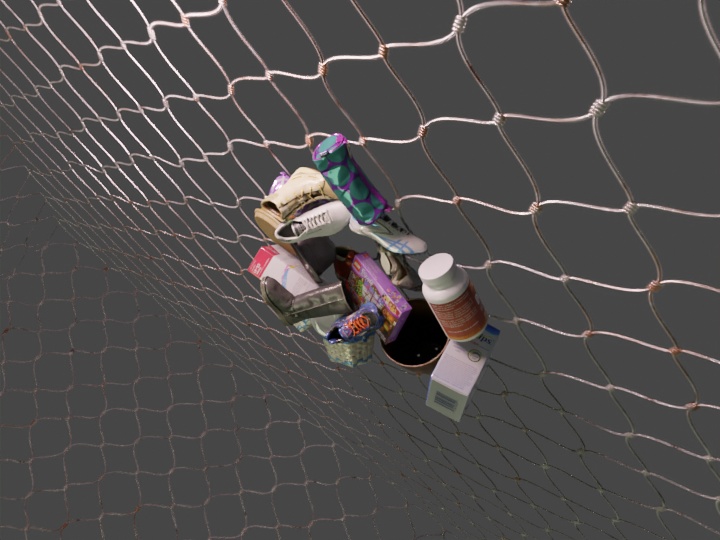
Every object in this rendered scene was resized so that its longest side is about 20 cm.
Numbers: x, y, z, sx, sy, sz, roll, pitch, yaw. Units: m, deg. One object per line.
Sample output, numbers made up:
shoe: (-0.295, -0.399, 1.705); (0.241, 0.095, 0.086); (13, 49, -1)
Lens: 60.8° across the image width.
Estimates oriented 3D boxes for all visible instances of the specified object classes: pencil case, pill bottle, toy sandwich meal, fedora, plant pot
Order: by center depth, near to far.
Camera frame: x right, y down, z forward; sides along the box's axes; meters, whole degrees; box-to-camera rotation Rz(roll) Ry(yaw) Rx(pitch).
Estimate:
pencil case: (-0.020, -0.197, 1.350); (0.092, 0.085, 0.200); (-19, 121, 34)
pill bottle: (0.212, 0.061, 1.417); (0.112, 0.112, 0.201); (9, 141, 46)
pencil case: (-0.137, -0.170, 1.559); (0.199, 0.084, 0.086); (29, 114, 18)
fedora: (-0.125, -0.061, 1.616); (0.177, 0.090, 0.200); (52, 171, 33)
plant pot: (0.167, 0.201, 1.651); (0.186, 0.188, 0.200); (25, 164, 29)
pill bottle: (-0.054, 0.113, 1.740); (0.111, 0.200, 0.113); (3, 100, 20)
toy sandwich meal: (-0.218, -0.122, 1.761); (0.205, 0.070, 0.205); (38, 165, 12)

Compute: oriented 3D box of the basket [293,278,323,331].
basket: (-0.189, 0.077, 1.878); (0.139, 0.176, 0.201); (-42, 80, 37)

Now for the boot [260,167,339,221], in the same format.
boot: (-0.126, -0.174, 1.444); (0.199, 0.155, 0.073); (18, 140, 38)

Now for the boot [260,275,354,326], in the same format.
boot: (-0.135, 0.064, 1.581); (0.199, 0.073, 0.182); (-13, 133, 25)

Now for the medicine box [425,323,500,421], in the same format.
medicine box: (0.256, 0.247, 1.545); (0.102, 0.201, 0.183); (25, 151, 16)

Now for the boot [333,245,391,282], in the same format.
boot: (0.000, 0.000, 1.653); (0.199, 0.075, 0.108); (24, 145, 33)

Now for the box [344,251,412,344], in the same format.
box: (0.038, 0.069, 1.555); (0.200, 0.039, 0.137); (51, 143, 25)

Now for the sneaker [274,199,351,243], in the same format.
sneaker: (-0.109, -0.112, 1.464); (0.080, 0.199, 0.077); (-16, -97, -80)

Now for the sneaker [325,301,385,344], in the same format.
sneaker: (-0.015, 0.144, 1.542); (0.200, 0.078, 0.076); (-34, 92, 44)

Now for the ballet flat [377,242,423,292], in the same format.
ballet flat: (0.092, -0.002, 1.526); (0.072, 0.072, 0.201); (11, 142, 45)

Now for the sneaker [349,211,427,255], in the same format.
sneaker: (0.066, -0.093, 1.427); (0.199, 0.072, 0.073); (25, 119, 14)

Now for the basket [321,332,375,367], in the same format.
basket: (-0.042, 0.191, 1.938); (0.176, 0.139, 0.202); (11, 115, 50)

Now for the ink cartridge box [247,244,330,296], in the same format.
ink cartridge box: (-0.198, 0.018, 1.726); (0.200, 0.086, 0.148); (37, -171, 7)
